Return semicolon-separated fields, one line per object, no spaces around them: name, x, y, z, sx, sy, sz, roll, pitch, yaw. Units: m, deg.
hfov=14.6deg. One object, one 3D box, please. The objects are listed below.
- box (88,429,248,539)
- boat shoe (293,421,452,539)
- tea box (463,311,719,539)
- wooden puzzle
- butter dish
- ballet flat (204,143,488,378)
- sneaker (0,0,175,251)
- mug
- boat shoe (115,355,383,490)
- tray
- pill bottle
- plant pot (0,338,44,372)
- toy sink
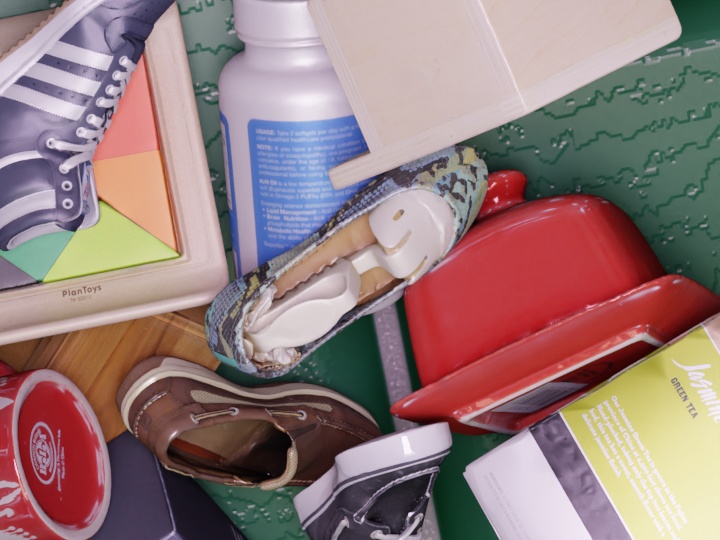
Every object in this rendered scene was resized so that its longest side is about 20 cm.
box;-0.157;0.240;1.798;0.200;0.123;0.199;-33;125;8
boat shoe;0.012;0.146;1.725;0.071;0.200;0.068;-13;76;-25
tea box;0.193;0.137;1.755;0.196;0.200;0.134;-31;77;6
wooden puzzle;-0.186;-0.063;1.711;0.184;0.037;0.201;-11;83;0
butter dish;0.107;0.007;1.747;0.199;0.200;0.148;-26;76;14
ballet flat;0.000;0.000;1.662;0.200;0.074;0.074;-37;109;-2
sneaker;-0.162;-0.095;1.662;0.200;0.070;0.109;-37;83;6
mug;-0.271;0.115;1.722;0.199;0.133;0.178;-15;96;25
boat shoe;-0.061;0.114;1.774;0.202;0.075;0.075;12;118;-37
tray;-0.173;0.094;1.791;0.098;0.037;0.200;24;114;-24
pill bottle;-0.029;-0.079;1.723;0.112;0.112;0.201;-5;111;-3
plant pot;-0.205;0.000;1.784;0.199;0.028;0.201;-1;110;-3
toy sink;0.058;-0.138;1.595;0.130;0.200;0.113;-27;94;-34
